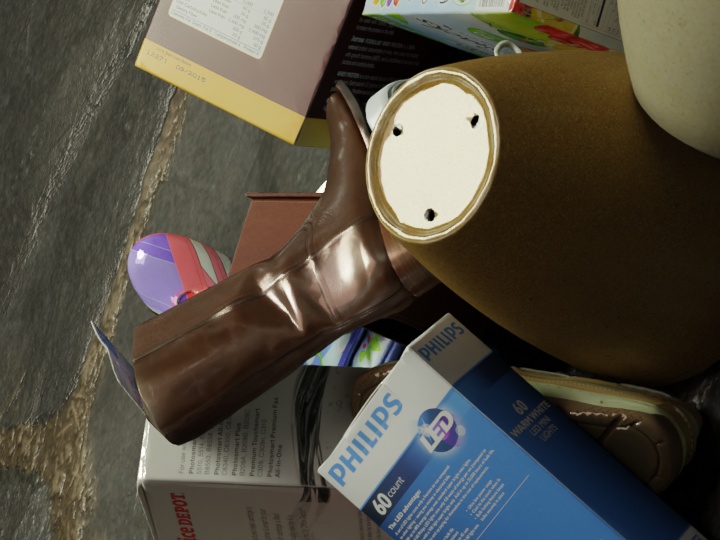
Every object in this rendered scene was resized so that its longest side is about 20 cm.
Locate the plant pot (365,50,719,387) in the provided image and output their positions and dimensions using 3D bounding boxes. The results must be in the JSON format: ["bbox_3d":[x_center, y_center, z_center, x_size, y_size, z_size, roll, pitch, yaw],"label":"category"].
[{"bbox_3d":[0.101,-0.042,1.471,0.186,0.199,0.188,-11,74,42],"label":"plant pot"}]

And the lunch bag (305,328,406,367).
[{"bbox_3d":[0.034,-0.002,1.777,0.201,0.082,0.161,-63,30,21],"label":"lunch bag"}]

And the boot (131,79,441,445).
[{"bbox_3d":[-0.059,-0.004,1.573,0.199,0.064,0.187,-33,37,11],"label":"boot"}]

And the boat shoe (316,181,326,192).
[{"bbox_3d":[-0.023,0.018,1.902,0.068,0.072,0.201,44,114,44],"label":"boat shoe"}]

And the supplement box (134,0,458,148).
[{"bbox_3d":[-0.017,-0.198,1.823,0.132,0.197,0.201,27,102,22],"label":"supplement box"}]

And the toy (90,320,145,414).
[{"bbox_3d":[-0.099,0.112,1.859,0.047,0.200,0.115,-37,23,-1],"label":"toy"}]

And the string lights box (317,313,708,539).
[{"bbox_3d":[0.085,0.131,1.469,0.103,0.200,0.059,-54,-10,32],"label":"string lights box"}]

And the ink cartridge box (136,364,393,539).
[{"bbox_3d":[-0.025,0.119,1.632,0.146,0.198,0.085,87,-172,-65],"label":"ink cartridge box"}]

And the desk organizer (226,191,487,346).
[{"bbox_3d":[0.000,0.000,1.671,0.199,0.071,0.077,3,72,55],"label":"desk organizer"}]

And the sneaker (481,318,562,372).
[{"bbox_3d":[0.098,0.013,1.660,0.200,0.073,0.082,-47,31,24],"label":"sneaker"}]

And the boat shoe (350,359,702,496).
[{"bbox_3d":[0.094,0.084,1.528,0.199,0.076,0.072,12,114,24],"label":"boat shoe"}]

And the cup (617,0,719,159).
[{"bbox_3d":[0.211,-0.139,1.402,0.201,0.199,0.144,-109,32,-51],"label":"cup"}]

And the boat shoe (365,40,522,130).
[{"bbox_3d":[0.080,-0.092,1.608,0.068,0.199,0.074,-41,64,28],"label":"boat shoe"}]

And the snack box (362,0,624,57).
[{"bbox_3d":[0.108,-0.155,1.649,0.200,0.142,0.053,12,83,64],"label":"snack box"}]

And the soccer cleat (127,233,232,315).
[{"bbox_3d":[-0.081,0.054,1.844,0.067,0.200,0.077,-41,9,17],"label":"soccer cleat"}]
